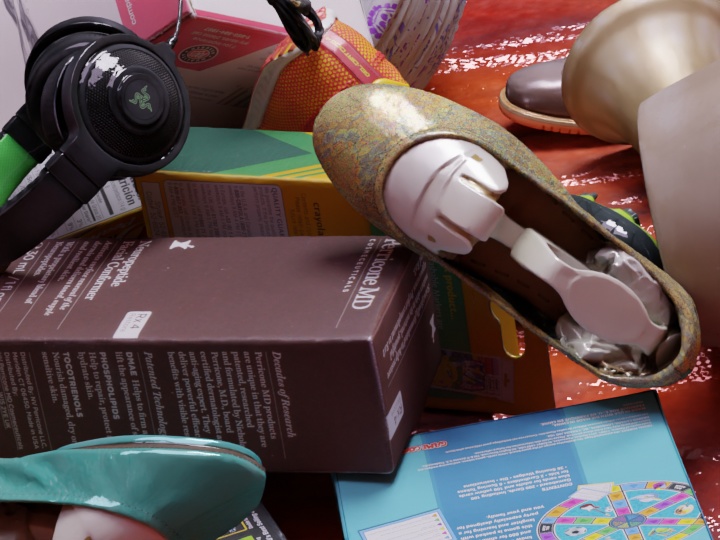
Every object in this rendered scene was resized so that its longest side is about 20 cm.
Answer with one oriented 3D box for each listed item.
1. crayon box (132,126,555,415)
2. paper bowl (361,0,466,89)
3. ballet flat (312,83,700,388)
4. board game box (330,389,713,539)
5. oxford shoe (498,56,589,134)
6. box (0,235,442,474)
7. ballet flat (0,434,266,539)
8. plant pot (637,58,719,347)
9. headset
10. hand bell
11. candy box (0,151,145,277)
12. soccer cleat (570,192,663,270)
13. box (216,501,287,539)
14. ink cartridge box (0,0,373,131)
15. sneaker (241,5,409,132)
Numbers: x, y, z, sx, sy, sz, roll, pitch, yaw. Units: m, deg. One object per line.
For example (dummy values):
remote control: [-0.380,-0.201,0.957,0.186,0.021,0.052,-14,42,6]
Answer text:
crayon box: [0.000,0.000,1.222,0.199,0.126,0.052,4,33,22]
paper bowl: [-0.021,-0.162,1.465,0.200,0.104,0.202,-16,64,35]
ballet flat: [0.067,-0.014,1.108,0.200,0.071,0.071,36,34,-7]
board game box: [0.072,0.134,1.053,0.150,0.047,0.200,-11,31,-1]
oxford shoe: [0.173,-0.128,1.438,0.199,0.073,0.071,-13,31,-4]
box: [-0.072,0.037,1.147,0.199,0.075,0.100,0,28,15]
ballet flat: [-0.136,0.110,1.061,0.199,0.067,0.071,-1,54,15]
plant pot: [0.224,-0.039,1.172,0.173,0.201,0.200,-13,29,12]
headset: [-0.111,-0.072,1.203,0.200,0.094,0.123,-48,21,-3]
hand bell: [0.185,-0.048,1.316,0.104,0.105,0.200,-14,44,-8]
candy box: [-0.211,-0.007,1.308,0.199,0.056,0.115,-23,-8,-20]
soccer cleat: [0.064,-0.003,1.279,0.199,0.068,0.081,10,45,41]
box: [-0.143,0.128,1.127,0.192,0.048,0.200,-16,30,-15]
ink cartridge box: [-0.117,-0.117,1.355,0.199,0.083,0.146,-28,-20,35]
sneaker: [-0.024,-0.060,1.318,0.077,0.200,0.073,45,72,7]
